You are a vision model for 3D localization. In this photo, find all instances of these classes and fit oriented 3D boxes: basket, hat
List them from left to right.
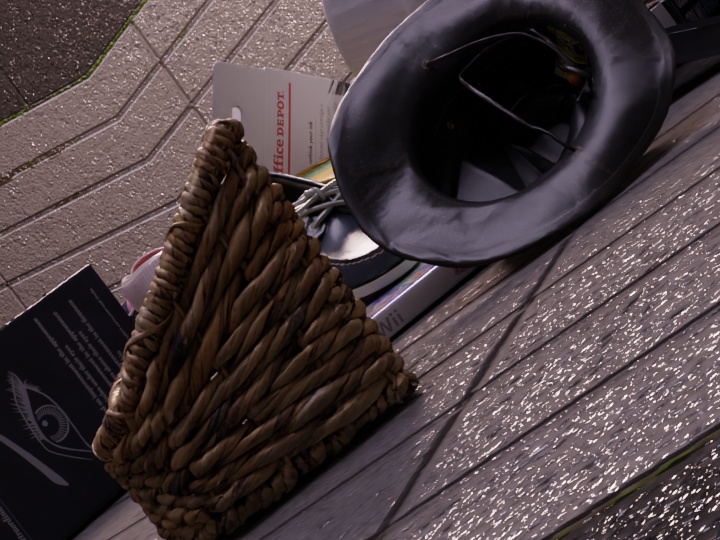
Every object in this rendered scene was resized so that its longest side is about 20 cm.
[{"bbox_3d":[-0.079,0.032,0.773,0.142,0.150,0.200,-37,5,-5],"label":"basket"},{"bbox_3d":[0.084,-0.074,0.901,0.200,0.201,0.081,-37,-35,-2],"label":"hat"}]

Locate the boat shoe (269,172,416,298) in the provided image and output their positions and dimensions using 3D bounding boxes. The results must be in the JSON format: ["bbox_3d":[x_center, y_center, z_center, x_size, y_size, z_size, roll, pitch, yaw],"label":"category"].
[{"bbox_3d":[-0.025,-0.029,1.059,0.074,0.062,0.200,-26,19,-13],"label":"boat shoe"}]

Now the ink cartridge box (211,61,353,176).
[{"bbox_3d":[-0.039,-0.089,1.294,0.198,0.117,0.068,8,-17,-26],"label":"ink cartridge box"}]

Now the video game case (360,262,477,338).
[{"bbox_3d":[0.063,-0.015,0.993,0.199,0.018,0.143,-38,5,-11],"label":"video game case"}]

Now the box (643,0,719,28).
[{"bbox_3d":[0.193,-0.160,1.294,0.198,0.050,0.200,-34,4,27],"label":"box"}]

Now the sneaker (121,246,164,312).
[{"bbox_3d":[-0.127,0.031,1.268,0.075,0.105,0.200,-37,-11,-3],"label":"sneaker"}]

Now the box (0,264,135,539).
[{"bbox_3d":[-0.241,0.117,1.179,0.200,0.149,0.104,-40,5,-38],"label":"box"}]

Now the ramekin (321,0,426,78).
[{"bbox_3d":[0.057,-0.211,1.205,0.097,0.202,0.200,-15,16,36],"label":"ramekin"}]

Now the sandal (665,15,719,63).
[{"bbox_3d":[0.159,-0.151,1.060,0.199,0.043,0.076,-8,12,37],"label":"sandal"}]

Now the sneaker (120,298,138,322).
[{"bbox_3d":[-0.186,0.045,1.338,0.200,0.070,0.082,-47,31,-15],"label":"sneaker"}]

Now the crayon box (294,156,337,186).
[{"bbox_3d":[0.019,-0.067,1.166,0.125,0.052,0.199,-30,11,-27],"label":"crayon box"}]
